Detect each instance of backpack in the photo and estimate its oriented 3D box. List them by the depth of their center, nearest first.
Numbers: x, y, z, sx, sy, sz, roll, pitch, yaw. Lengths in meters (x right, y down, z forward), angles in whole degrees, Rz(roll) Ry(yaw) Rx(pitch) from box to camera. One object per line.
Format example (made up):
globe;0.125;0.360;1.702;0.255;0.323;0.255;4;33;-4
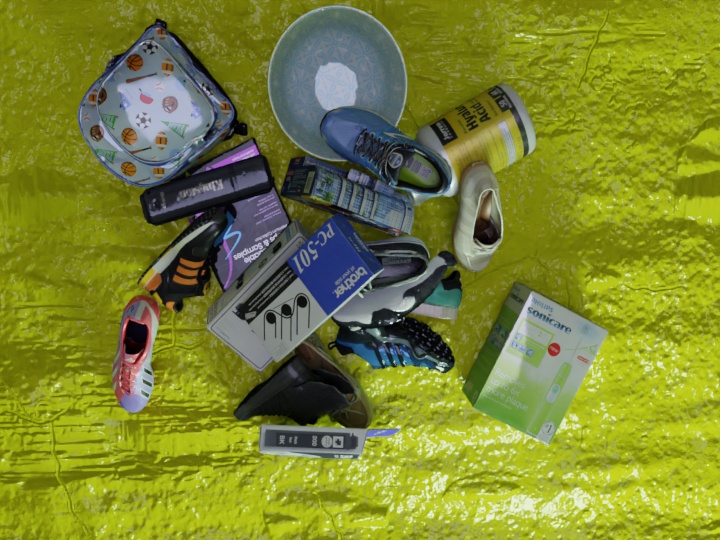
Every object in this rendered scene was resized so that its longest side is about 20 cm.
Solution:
backpack;-0.285;-0.213;0.938;0.190;0.154;0.201;-41;98;7

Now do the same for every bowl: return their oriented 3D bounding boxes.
bowl;-0.036;-0.264;0.969;0.194;0.108;0.206;-2;105;-7

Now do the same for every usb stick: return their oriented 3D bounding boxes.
usb stick;-0.221;-0.116;0.984;0.195;0.033;0.057;-17;99;-1

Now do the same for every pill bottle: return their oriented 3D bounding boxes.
pill bottle;0.148;-0.179;0.998;0.197;0.111;0.113;-29;100;1

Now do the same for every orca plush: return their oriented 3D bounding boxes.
orca plush;0.052;0.039;0.995;0.198;0.105;0.072;-37;140;-14

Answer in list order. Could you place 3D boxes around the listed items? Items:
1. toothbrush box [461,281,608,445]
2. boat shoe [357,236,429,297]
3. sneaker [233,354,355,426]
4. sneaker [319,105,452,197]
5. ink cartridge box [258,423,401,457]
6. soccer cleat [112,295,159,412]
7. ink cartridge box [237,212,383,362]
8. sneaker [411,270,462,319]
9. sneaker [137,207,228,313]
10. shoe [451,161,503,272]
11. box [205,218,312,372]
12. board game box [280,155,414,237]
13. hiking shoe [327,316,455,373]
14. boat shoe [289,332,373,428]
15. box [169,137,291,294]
toothbrush box;0.272;0.145;1.074;0.143;0.086;0.204;26;95;-8
boat shoe;0.001;0.003;0.939;0.193;0.068;0.076;-5;110;3
sneaker;-0.105;0.202;1.032;0.104;0.060;0.199;46;120;-5
sneaker;0.038;-0.159;0.901;0.196;0.089;0.080;24;102;-4
ink cartridge box;-0.044;0.255;1.006;0.194;0.199;0.045;1;74;-1
soccer cleat;-0.340;0.134;1.015;0.065;0.077;0.205;14;112;-7
ink cartridge box;-0.070;0.026;0.911;0.199;0.044;0.095;-41;85;24
sneaker;0.064;0.019;1.049;0.194;0.071;0.082;10;95;-12
sneaker;-0.240;-0.011;0.994;0.198;0.071;0.090;-35;108;31
shoe;0.174;-0.064;1.000;0.068;0.054;0.203;-20;137;-10
box;-0.124;0.039;1.011;0.200;0.060;0.116;-45;115;8
board game box;0.001;-0.102;0.976;0.195;0.199;0.063;18;91;-20
hiking shoe;0.053;0.120;1.069;0.196;0.075;0.088;24;118;-6
boat shoe;-0.050;0.179;1.065;0.073;0.063;0.201;-39;100;2
box;-0.182;-0.076;1.028;0.140;0.036;0.204;-25;102;0
